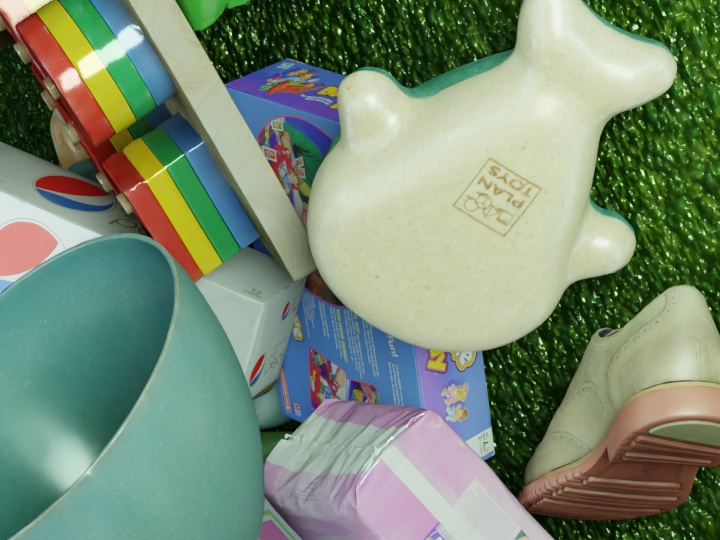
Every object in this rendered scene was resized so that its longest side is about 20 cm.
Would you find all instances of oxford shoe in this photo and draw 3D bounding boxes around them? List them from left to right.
[{"bbox_3d":[0.127,0.068,1.097,0.200,0.070,0.075,132,141,-61],"label":"oxford shoe"}]

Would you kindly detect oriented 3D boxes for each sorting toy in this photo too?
[{"bbox_3d":[-0.123,-0.098,1.158,0.200,0.069,0.199,50,171,50],"label":"sorting toy"}]

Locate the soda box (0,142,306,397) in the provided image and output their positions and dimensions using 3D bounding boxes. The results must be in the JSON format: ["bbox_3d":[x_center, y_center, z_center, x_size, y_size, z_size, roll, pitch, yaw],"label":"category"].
[{"bbox_3d":[-0.134,0.001,1.235,0.199,0.064,0.069,23,112,14],"label":"soda box"}]

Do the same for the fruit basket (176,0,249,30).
[{"bbox_3d":[-0.081,-0.246,1.101,0.216,0.155,0.216,50,163,22],"label":"fruit basket"}]

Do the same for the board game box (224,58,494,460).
[{"bbox_3d":[0.000,0.000,1.228,0.134,0.045,0.201,22,128,47],"label":"board game box"}]

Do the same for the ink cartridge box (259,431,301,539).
[{"bbox_3d":[-0.043,0.154,1.377,0.200,0.059,0.104,-6,111,57],"label":"ink cartridge box"}]

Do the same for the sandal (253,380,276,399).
[{"bbox_3d":[-0.135,0.015,1.307,0.200,0.054,0.081,36,149,16],"label":"sandal"}]

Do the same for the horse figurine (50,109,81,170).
[{"bbox_3d":[-0.143,-0.100,1.361,0.132,0.050,0.201,19,124,39],"label":"horse figurine"}]

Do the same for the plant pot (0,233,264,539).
[{"bbox_3d":[-0.125,0.102,1.138,0.200,0.201,0.135,8,148,53],"label":"plant pot"}]

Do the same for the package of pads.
[{"bbox_3d":[0.048,0.152,1.163,0.200,0.076,0.120,48,163,-18],"label":"package of pads"}]

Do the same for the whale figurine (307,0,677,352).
[{"bbox_3d":[0.061,-0.056,1.068,0.158,0.104,0.200,29,126,-12],"label":"whale figurine"}]

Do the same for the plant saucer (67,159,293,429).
[{"bbox_3d":[-0.114,0.022,1.373,0.200,0.027,0.201,33,148,23],"label":"plant saucer"}]

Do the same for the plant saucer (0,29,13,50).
[{"bbox_3d":[-0.191,-0.195,1.272,0.035,0.201,0.201,20,137,2],"label":"plant saucer"}]
